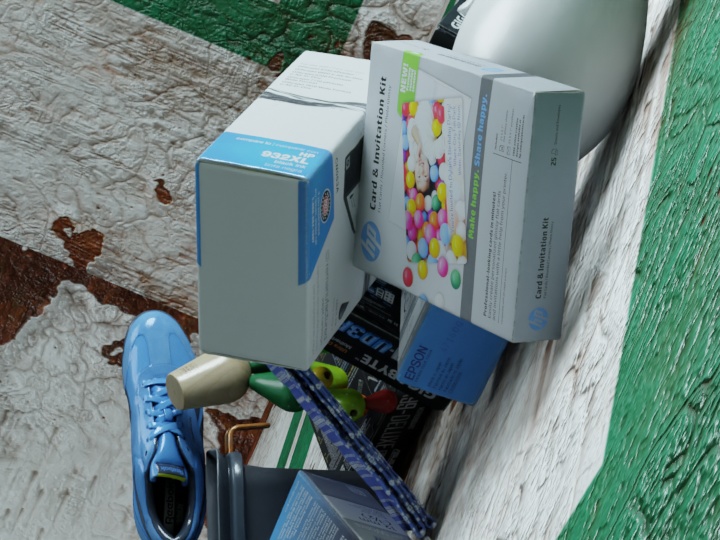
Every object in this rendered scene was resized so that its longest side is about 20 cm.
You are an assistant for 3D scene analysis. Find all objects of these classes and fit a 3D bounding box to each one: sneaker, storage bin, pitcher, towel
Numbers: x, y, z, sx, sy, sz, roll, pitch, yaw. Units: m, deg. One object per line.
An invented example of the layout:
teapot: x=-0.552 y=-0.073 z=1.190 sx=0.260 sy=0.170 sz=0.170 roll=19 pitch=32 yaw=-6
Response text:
sneaker: x=-0.155 y=0.130 z=1.865 sx=0.078 sy=0.065 sz=0.202 roll=145 pitch=122 yaw=-78
storage bin: x=-0.053 y=0.194 z=1.829 sx=0.200 sy=0.133 sz=0.147 roll=142 pitch=127 yaw=-81
pitcher: x=0.118 y=-0.182 z=1.528 sx=0.121 sy=0.171 sz=0.201 roll=-4 pitch=-56 yaw=-56
towel: x=-0.023 y=0.113 z=1.663 sx=0.024 sy=0.200 sz=0.145 roll=-39 pitch=0 yaw=-7

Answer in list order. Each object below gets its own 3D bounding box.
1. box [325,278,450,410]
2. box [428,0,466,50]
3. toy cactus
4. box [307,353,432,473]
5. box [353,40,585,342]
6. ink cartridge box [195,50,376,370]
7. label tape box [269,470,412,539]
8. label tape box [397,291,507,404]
box: x=0.000 y=0.000 z=1.759 sx=0.046 sy=0.199 sz=0.159 roll=-56 pitch=11 yaw=37
box: x=0.064 y=-0.119 z=1.716 sx=0.159 sy=0.046 sz=0.201 roll=-52 pitch=-12 yaw=-56
toy cactus: x=-0.077 y=0.069 z=1.862 sx=0.164 sy=0.200 sz=0.103 roll=-19 pitch=-41 yaw=-30
box: x=0.007 y=0.069 z=1.932 sx=0.158 sy=0.049 sz=0.201 roll=68 pitch=148 yaw=34
box: x=0.065 y=-0.055 z=1.472 sx=0.200 sy=0.041 sz=0.157 roll=27 pitch=116 yaw=58
ink cartridge box: x=-0.037 y=-0.045 z=1.582 sx=0.200 sy=0.083 sz=0.146 roll=-52 pitch=-33 yaw=-57
label tape box: x=-0.015 y=0.245 z=1.611 sx=0.144 sy=0.066 sz=0.200 roll=-67 pitch=26 yaw=8
label tape box: x=0.080 y=-0.025 z=1.642 sx=0.201 sy=0.066 sz=0.144 roll=-89 pitch=19 yaw=-54
